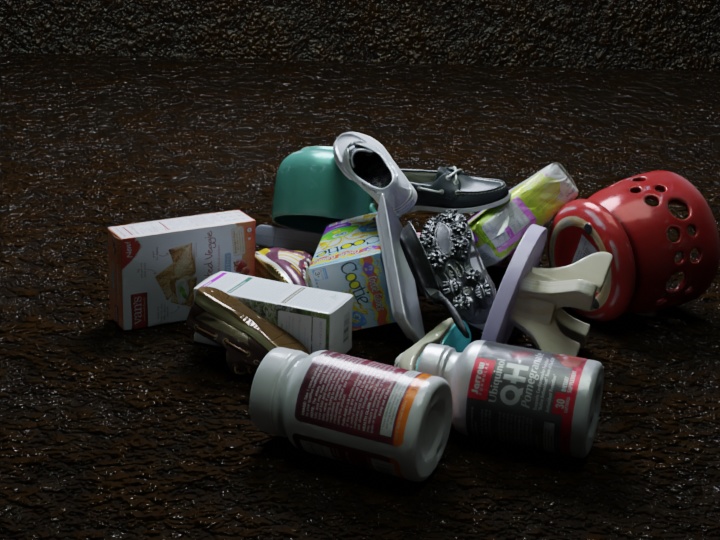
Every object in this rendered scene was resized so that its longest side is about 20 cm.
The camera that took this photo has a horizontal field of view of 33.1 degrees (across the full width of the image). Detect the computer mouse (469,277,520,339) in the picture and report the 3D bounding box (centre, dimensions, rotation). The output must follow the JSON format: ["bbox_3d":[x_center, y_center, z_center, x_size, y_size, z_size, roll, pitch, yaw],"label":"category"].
[{"bbox_3d":[0.181,0.040,1.735,0.140,0.046,0.200,11,22,23],"label":"computer mouse"}]

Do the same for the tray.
[{"bbox_3d":[0.051,0.005,1.614,0.022,0.107,0.200,-17,57,12],"label":"tray"}]

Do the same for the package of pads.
[{"bbox_3d":[0.212,-0.070,1.785,0.200,0.068,0.154,-38,3,-30],"label":"package of pads"}]

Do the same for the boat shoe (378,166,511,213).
[{"bbox_3d":[0.115,-0.119,1.733,0.200,0.060,0.076,-3,22,18],"label":"boat shoe"}]

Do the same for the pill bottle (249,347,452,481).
[{"bbox_3d":[-0.011,0.150,1.311,0.200,0.114,0.114,12,22,23],"label":"pill bottle"}]

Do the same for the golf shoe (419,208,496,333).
[{"bbox_3d":[0.137,0.005,1.654,0.078,0.095,0.200,-23,48,11],"label":"golf shoe"}]

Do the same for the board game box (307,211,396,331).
[{"bbox_3d":[0.000,0.000,1.709,0.103,0.105,0.200,-12,17,10],"label":"board game box"}]

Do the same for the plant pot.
[{"bbox_3d":[0.381,-0.032,1.740,0.182,0.201,0.200,-13,25,-26],"label":"plant pot"}]

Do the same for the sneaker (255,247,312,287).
[{"bbox_3d":[-0.095,0.008,1.750,0.090,0.075,0.200,-12,25,-22],"label":"sneaker"}]

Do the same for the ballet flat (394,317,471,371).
[{"bbox_3d":[0.080,0.115,1.510,0.069,0.070,0.200,11,20,22],"label":"ballet flat"}]

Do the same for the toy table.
[{"bbox_3d":[0.242,0.047,1.570,0.117,0.200,0.184,19,-9,15],"label":"toy table"}]

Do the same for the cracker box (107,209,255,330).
[{"bbox_3d":[-0.245,-0.002,1.675,0.200,0.134,0.058,-10,24,-29],"label":"cracker box"}]

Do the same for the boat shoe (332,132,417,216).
[{"bbox_3d":[0.008,-0.150,1.722,0.072,0.069,0.200,-36,45,5],"label":"boat shoe"}]

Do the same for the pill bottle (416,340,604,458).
[{"bbox_3d":[0.166,0.139,1.366,0.200,0.111,0.111,9,21,18],"label":"pill bottle"}]

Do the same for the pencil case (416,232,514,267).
[{"bbox_3d":[0.142,-0.031,1.880,0.200,0.087,0.083,-9,53,-27],"label":"pencil case"}]

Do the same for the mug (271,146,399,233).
[{"bbox_3d":[-0.041,-0.123,1.869,0.185,0.115,0.152,8,-9,-22],"label":"mug"}]

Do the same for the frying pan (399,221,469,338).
[{"bbox_3d":[0.094,0.023,1.579,0.031,0.190,0.115,-22,-20,-1],"label":"frying pan"}]

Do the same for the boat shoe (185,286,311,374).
[{"bbox_3d":[-0.138,0.098,1.515,0.200,0.072,0.072,33,12,17],"label":"boat shoe"}]

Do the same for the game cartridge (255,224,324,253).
[{"bbox_3d":[-0.059,-0.040,1.885,0.200,0.041,0.133,9,4,17],"label":"game cartridge"}]

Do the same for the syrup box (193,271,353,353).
[{"bbox_3d":[-0.116,0.063,1.591,0.200,0.079,0.081,10,22,21],"label":"syrup box"}]
